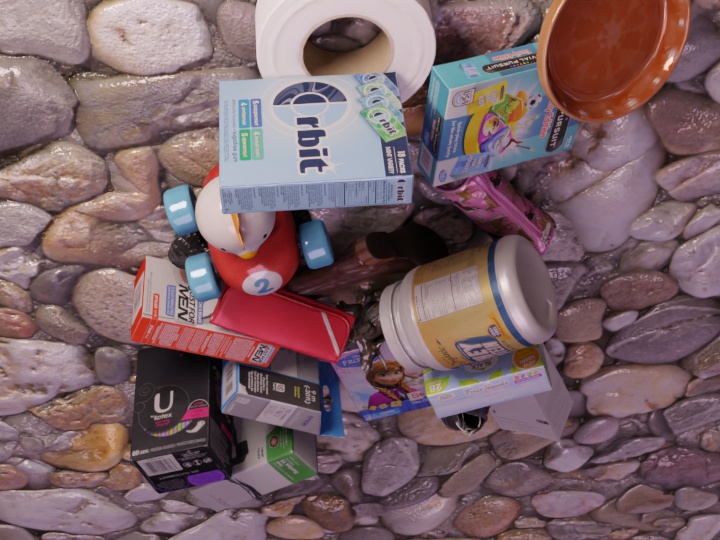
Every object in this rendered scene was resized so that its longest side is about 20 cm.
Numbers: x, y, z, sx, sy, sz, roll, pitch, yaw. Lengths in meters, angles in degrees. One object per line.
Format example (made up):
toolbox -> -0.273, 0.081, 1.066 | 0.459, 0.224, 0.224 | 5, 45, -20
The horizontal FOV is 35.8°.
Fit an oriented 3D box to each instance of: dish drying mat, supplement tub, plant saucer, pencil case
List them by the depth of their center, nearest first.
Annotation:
plant saucer -> 0.284, -0.265, 1.261 | 0.200, 0.032, 0.200 | -14, 126, -21
supplement tub -> 0.140, 0.048, 1.456 | 0.200, 0.145, 0.145 | -20, 138, 28
pencil case -> 0.175, -0.088, 1.459 | 0.086, 0.083, 0.200 | -22, 136, 34
dish drying mat -> -0.103, 0.067, 1.528 | 0.200, 0.018, 0.077 | 21, 96, -28

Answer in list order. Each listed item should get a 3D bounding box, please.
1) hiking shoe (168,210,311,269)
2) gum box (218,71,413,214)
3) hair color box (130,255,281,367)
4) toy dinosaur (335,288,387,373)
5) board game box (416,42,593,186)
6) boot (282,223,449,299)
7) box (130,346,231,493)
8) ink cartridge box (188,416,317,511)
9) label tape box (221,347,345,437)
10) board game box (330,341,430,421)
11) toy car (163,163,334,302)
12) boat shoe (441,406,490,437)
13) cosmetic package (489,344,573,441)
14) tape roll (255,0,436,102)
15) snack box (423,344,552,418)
hiking shoe -> -0.156, -0.021, 1.504 | 0.200, 0.076, 0.101 | -11, 136, 4
gum box -> -0.051, -0.140, 1.200 | 0.200, 0.170, 0.045 | -3, 139, -4
hair color box -> -0.214, 0.058, 1.561 | 0.200, 0.111, 0.064 | 14, 136, -22
toy dinosaur -> 0.033, 0.057, 1.609 | 0.102, 0.077, 0.200 | 5, 130, -49
board game box -> 0.173, -0.190, 1.321 | 0.200, 0.047, 0.151 | -17, 143, -19
boot -> 0.000, 0.000, 1.560 | 0.186, 0.064, 0.200 | 5, 155, -44
box -> -0.264, 0.212, 1.664 | 0.122, 0.200, 0.106 | -13, 139, 8
ink cartridge box -> -0.175, 0.284, 1.800 | 0.200, 0.147, 0.083 | -24, 135, 19
label tape box -> -0.105, 0.160, 1.666 | 0.200, 0.143, 0.066 | 16, 135, -23
board game box -> 0.070, 0.152, 1.756 | 0.200, 0.041, 0.200 | -15, 138, 11
toy car -> -0.142, -0.051, 1.343 | 0.184, 0.200, 0.177 | -16, 94, 2
boat shoe -> 0.162, 0.226, 1.746 | 0.073, 0.063, 0.200 | 12, 155, -4
cosmetic package -> 0.250, 0.180, 1.752 | 0.113, 0.081, 0.200 | 7, 150, 35
tape roll -> -0.018, -0.263, 1.246 | 0.202, 0.071, 0.202 | -4, 140, -3
snack box -> 0.169, 0.094, 1.581 | 0.169, 0.200, 0.068 | -17, 138, 11
